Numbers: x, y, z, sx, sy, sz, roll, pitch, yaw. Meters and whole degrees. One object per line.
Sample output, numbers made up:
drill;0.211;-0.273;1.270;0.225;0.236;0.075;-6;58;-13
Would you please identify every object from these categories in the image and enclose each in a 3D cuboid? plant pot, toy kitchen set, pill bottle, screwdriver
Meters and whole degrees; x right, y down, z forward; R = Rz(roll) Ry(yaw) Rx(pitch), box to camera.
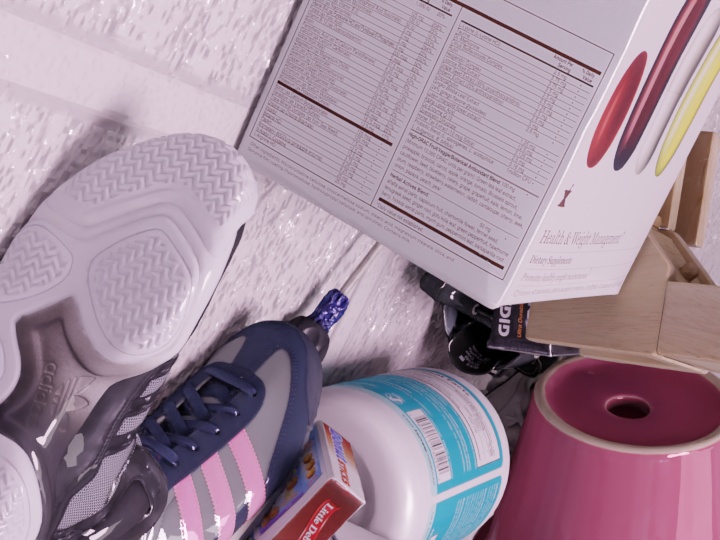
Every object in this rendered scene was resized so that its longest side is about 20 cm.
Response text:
plant pot;0.169;0.158;1.004;0.200;0.199;0.180;-33;132;-50
toy kitchen set;0.215;-0.040;0.866;0.163;0.180;0.201;17;81;-55
pill bottle;0.019;0.116;0.921;0.200;0.111;0.111;-3;120;-65
screwdriver;0.000;0.000;0.842;0.200;0.028;0.029;-52;-175;-15

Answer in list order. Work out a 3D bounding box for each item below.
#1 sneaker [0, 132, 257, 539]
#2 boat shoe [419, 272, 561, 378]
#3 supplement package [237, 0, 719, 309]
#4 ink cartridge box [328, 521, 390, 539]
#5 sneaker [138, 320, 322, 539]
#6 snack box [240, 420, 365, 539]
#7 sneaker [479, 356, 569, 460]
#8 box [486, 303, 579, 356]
sneaker;-0.102;0.042;0.614;0.200;0.075;0.114;-53;159;-4
boat shoe;0.081;0.034;1.010;0.066;0.074;0.199;-54;157;-12
supplement package;0.080;-0.106;0.731;0.191;0.147;0.201;-4;122;-65
ink cartridge box;0.008;0.224;0.819;0.148;0.086;0.200;-44;132;15
sneaker;-0.086;0.092;0.719;0.200;0.070;0.082;-59;144;-26
snack box;-0.077;0.161;0.761;0.200;0.024;0.072;-47;-165;8
sneaker;0.092;0.117;1.091;0.200;0.075;0.081;-40;-174;-29
box;0.151;-0.049;0.972;0.200;0.050;0.200;1;97;-57
